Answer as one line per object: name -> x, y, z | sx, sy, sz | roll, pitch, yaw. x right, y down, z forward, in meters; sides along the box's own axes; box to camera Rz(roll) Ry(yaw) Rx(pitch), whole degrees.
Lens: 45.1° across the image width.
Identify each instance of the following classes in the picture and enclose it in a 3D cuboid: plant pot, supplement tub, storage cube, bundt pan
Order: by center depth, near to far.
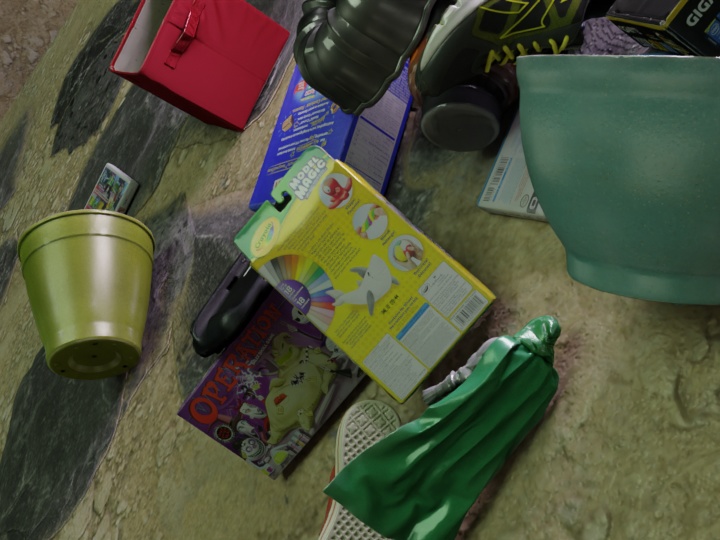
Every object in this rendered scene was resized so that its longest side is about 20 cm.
plant pot -> 0.188, -0.056, 0.519 | 0.200, 0.199, 0.135 | 23, 114, 57
supplement tub -> 0.099, -0.212, 0.805 | 0.107, 0.107, 0.201 | -22, 51, 46
bundt pan -> -0.002, -0.258, 0.837 | 0.202, 0.076, 0.203 | -47, 32, 41
plant pot -> -0.394, 0.048, 1.266 | 0.200, 0.200, 0.194 | -37, 53, 35
storage cube -> -0.244, -0.329, 1.303 | 0.200, 0.179, 0.172 | 24, 88, 57

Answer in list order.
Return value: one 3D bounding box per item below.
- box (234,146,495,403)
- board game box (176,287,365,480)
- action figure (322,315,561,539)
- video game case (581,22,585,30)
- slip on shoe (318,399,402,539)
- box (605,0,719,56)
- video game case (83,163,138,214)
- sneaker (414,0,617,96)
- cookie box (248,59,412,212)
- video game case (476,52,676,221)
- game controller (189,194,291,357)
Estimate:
box -> 0.000, 0.000, 0.723 | 0.117, 0.200, 0.048 | -49, -8, 8
board game box -> -0.071, 0.096, 0.820 | 0.200, 0.120, 0.032 | -51, 5, 19
action figure -> 0.078, 0.113, 0.633 | 0.200, 0.118, 0.055 | -50, 22, 6
video game case -> 0.109, -0.294, 0.774 | 0.019, 0.199, 0.143 | 125, 156, -62
slip on shoe -> -0.001, 0.208, 0.705 | 0.061, 0.074, 0.201 | 104, 173, -72
box -> 0.265, -0.241, 0.591 | 0.200, 0.049, 0.160 | -53, 11, 17
video game case -> -0.491, -0.104, 1.643 | 0.183, 0.023, 0.200 | -63, 31, 2
sneaker -> 0.133, -0.199, 0.698 | 0.200, 0.085, 0.074 | -39, -8, -3
cookie box -> -0.029, -0.154, 0.974 | 0.171, 0.075, 0.201 | -4, 64, 53
video game case -> 0.187, -0.104, 0.689 | 0.200, 0.018, 0.144 | 16, 81, 57
game controller -> -0.092, -0.004, 0.831 | 0.104, 0.042, 0.200 | -15, 38, 52
